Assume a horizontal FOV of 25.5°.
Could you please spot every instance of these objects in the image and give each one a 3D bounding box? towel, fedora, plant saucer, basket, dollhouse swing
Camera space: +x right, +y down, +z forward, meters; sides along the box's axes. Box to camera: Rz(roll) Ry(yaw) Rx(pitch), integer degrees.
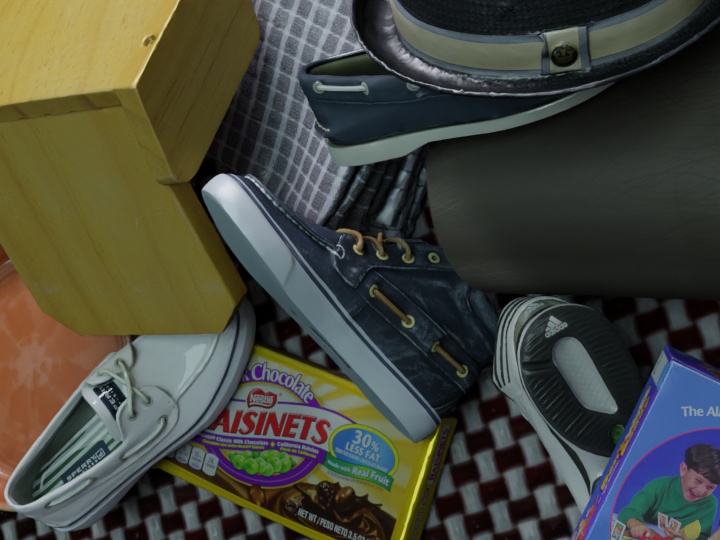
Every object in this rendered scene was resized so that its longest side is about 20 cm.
[{"bbox_3d":[-0.024,-0.131,0.964,0.165,0.086,0.200,31,112,27],"label":"towel"},{"bbox_3d":[0.085,-0.169,0.764,0.200,0.092,0.201,-9,43,9],"label":"fedora"},{"bbox_3d":[-0.232,0.067,1.116,0.200,0.032,0.201,-3,83,29],"label":"plant saucer"},{"bbox_3d":[0.147,-0.053,0.850,0.200,0.136,0.181,-9,47,35],"label":"basket"},{"bbox_3d":[-0.143,-0.082,0.985,0.200,0.176,0.182,-3,51,36],"label":"dollhouse swing"}]

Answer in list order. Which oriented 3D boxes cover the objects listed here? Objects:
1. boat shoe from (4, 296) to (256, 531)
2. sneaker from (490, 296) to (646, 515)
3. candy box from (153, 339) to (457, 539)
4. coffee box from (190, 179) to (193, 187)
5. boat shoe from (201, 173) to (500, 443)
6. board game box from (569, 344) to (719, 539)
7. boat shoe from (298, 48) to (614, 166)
[{"bbox_3d":[-0.145,0.089,1.009,0.074,0.067,0.200,42,99,28],"label":"boat shoe"},{"bbox_3d":[0.136,0.097,0.885,0.076,0.115,0.201,-27,103,-3],"label":"sneaker"},{"bbox_3d":[-0.041,0.108,1.006,0.200,0.026,0.102,19,91,30],"label":"candy box"},{"bbox_3d":[-0.170,-0.132,1.053,0.123,0.044,0.201,11,113,31],"label":"coffee box"},{"bbox_3d":[0.000,0.000,0.913,0.091,0.200,0.071,-45,21,-9],"label":"boat shoe"},{"bbox_3d":[0.216,0.142,0.796,0.200,0.045,0.135,26,99,3],"label":"board game box"},{"bbox_3d":[0.058,-0.111,0.835,0.200,0.075,0.062,-13,117,33],"label":"boat shoe"}]
